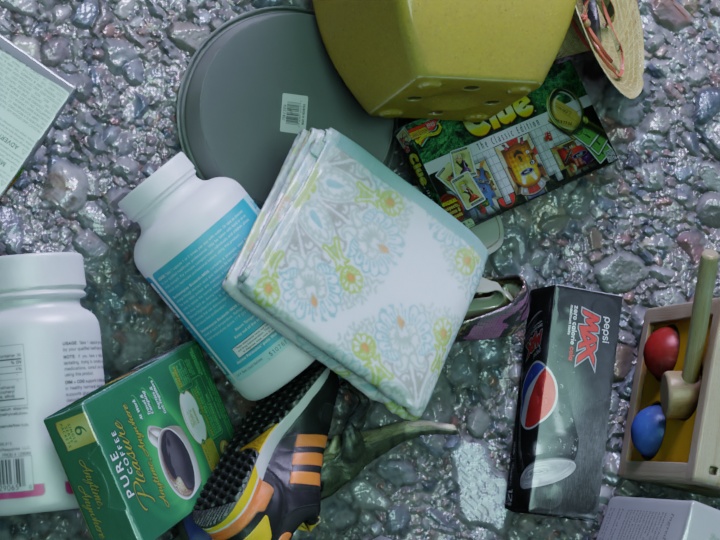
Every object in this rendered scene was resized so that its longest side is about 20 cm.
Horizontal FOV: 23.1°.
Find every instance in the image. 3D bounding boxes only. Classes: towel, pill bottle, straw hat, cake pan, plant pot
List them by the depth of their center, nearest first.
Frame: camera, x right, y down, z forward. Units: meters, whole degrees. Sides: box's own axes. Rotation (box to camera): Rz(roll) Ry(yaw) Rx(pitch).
[{"bbox_3d":[-0.261,0.090,1.406,0.113,0.113,0.201,-4,86,-16],"label":"pill bottle"},{"bbox_3d":[0.000,0.000,1.432,0.200,0.048,0.172,36,62,-17],"label":"towel"},{"bbox_3d":[-0.112,0.001,1.457,0.111,0.111,0.200,-41,97,-15],"label":"pill bottle"},{"bbox_3d":[0.072,-0.234,1.465,0.193,0.195,0.201,1,78,-22],"label":"plant pot"},{"bbox_3d":[-0.058,-0.133,1.523,0.199,0.037,0.202,1,85,-15],"label":"cake pan"},{"bbox_3d":[0.179,-0.236,1.569,0.085,0.201,0.202,-18,90,26],"label":"straw hat"}]

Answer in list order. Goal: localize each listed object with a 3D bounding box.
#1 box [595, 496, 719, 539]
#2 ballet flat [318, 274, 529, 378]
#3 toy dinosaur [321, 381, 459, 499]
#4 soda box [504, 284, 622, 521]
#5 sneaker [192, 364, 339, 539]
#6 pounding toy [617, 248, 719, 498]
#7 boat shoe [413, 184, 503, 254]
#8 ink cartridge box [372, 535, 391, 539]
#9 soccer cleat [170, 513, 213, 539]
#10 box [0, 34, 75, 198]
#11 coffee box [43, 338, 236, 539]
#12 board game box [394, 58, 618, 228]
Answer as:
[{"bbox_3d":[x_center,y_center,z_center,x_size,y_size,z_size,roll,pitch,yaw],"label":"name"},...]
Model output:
[{"bbox_3d":[0.299,0.319,1.512,0.198,0.171,0.201,23,80,-13],"label":"box"},{"bbox_3d":[0.056,0.036,1.519,0.199,0.069,0.071,-12,132,-18],"label":"ballet flat"},{"bbox_3d":[-0.017,0.145,1.509,0.199,0.047,0.089,-26,96,-21],"label":"toy dinosaur"},{"bbox_3d":[0.179,0.117,1.554,0.070,0.063,0.201,9,82,-15],"label":"soda box"},{"bbox_3d":[-0.060,0.164,1.428,0.090,0.070,0.200,53,42,-18],"label":"sneaker"},{"bbox_3d":[0.303,0.095,1.519,0.141,0.200,0.185,13,82,-14],"label":"pounding toy"},{"bbox_3d":[0.031,-0.027,1.523,0.199,0.062,0.075,-8,73,-30],"label":"boat shoe"},{"bbox_3d":[0.051,0.330,1.456,0.083,0.145,0.201,-34,95,-13],"label":"ink cartridge box"},{"bbox_3d":[-0.083,0.273,1.450,0.083,0.065,0.201,-27,103,-1],"label":"soccer cleat"},{"bbox_3d":[-0.304,-0.117,1.368,0.112,0.200,0.102,35,78,-12],"label":"box"},{"bbox_3d":[-0.165,0.138,1.394,0.044,0.200,0.124,-20,96,23],"label":"coffee box"},{"bbox_3d":[0.131,-0.110,1.553,0.199,0.023,0.105,-25,86,-31],"label":"board game box"}]
